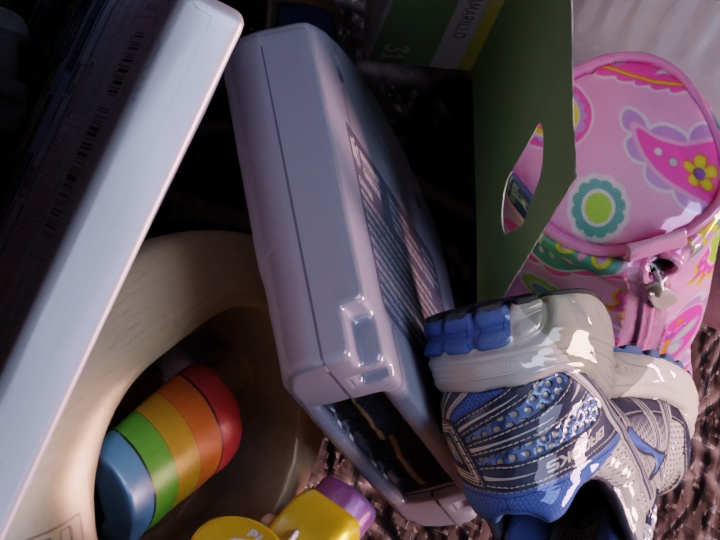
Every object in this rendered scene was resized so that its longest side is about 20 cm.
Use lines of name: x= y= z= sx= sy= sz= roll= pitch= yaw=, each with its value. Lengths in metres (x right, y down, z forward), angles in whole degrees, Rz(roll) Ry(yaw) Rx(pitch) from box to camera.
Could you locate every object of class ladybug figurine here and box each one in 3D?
ladybug figurine: x=-0.083 y=0.058 z=0.934 sx=0.200 sy=0.072 sz=0.136 roll=-34 pitch=125 yaw=-51

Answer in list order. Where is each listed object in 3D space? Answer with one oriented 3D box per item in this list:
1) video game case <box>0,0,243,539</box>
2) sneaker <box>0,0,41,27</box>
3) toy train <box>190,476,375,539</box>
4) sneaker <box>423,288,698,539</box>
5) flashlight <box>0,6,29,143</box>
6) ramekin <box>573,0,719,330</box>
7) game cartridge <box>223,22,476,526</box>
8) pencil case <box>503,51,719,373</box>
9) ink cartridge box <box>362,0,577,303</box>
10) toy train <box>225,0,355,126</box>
video game case: x=-0.104 y=0.012 z=0.816 sx=0.023 sy=0.182 sz=0.200 roll=25 pitch=89 yaw=-18
sneaker: x=-0.108 y=-0.130 z=0.930 sx=0.073 sy=0.085 sz=0.200 roll=9 pitch=106 yaw=-49
toy train: x=-0.040 y=0.143 z=0.925 sx=0.150 sy=0.056 sz=0.200 roll=-59 pitch=166 yaw=7
sneaker: x=0.069 y=0.069 z=0.989 sx=0.200 sy=0.077 sz=0.085 roll=30 pitch=52 yaw=-65
flashlight: x=-0.193 y=-0.073 z=0.802 sx=0.200 sy=0.068 sz=0.068 roll=20 pitch=113 yaw=-28
ramekin: x=0.143 y=-0.062 z=1.109 sx=0.105 sy=0.200 sz=0.200 roll=-54 pitch=128 yaw=-21
game cartridge: x=0.000 y=0.000 z=0.969 sx=0.200 sy=0.041 sz=0.133 roll=55 pitch=26 yaw=-66
pencil case: x=0.089 y=0.002 z=1.060 sx=0.200 sy=0.087 sz=0.087 roll=90 pitch=22 yaw=-65
ink cartridge box: x=0.035 y=-0.097 z=0.944 sx=0.048 sy=0.146 sz=0.200 roll=7 pitch=68 yaw=-8
toy train: x=-0.017 y=-0.134 z=1.036 sx=0.034 sy=0.046 sz=0.200 roll=10 pitch=83 yaw=-47
